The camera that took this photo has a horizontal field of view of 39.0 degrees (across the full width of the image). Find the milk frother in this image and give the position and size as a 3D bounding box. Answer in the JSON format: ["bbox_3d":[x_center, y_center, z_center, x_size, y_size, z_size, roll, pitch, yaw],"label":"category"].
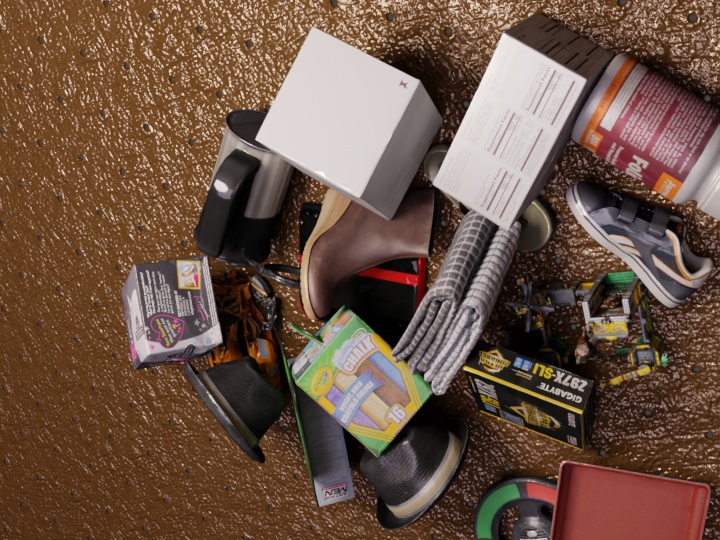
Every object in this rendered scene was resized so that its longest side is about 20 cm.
[{"bbox_3d":[-0.120,-0.087,1.414,0.197,0.182,0.190,16,121,-9],"label":"milk frother"}]

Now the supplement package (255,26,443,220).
[{"bbox_3d":[-0.007,-0.175,1.259,0.149,0.200,0.154,29,92,13],"label":"supplement package"}]

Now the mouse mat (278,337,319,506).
[{"bbox_3d":[-0.089,0.215,1.454,0.007,0.161,0.203,-12,117,-7],"label":"mouse mat"}]

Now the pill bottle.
[{"bbox_3d":[0.353,-0.150,1.163,0.198,0.114,0.115,33,121,12],"label":"pill bottle"}]

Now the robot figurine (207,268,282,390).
[{"bbox_3d":[-0.187,0.097,1.569,0.143,0.058,0.203,-2,109,27],"label":"robot figurine"}]

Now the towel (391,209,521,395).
[{"bbox_3d":[0.121,0.035,1.298,0.085,0.167,0.201,26,141,2],"label":"towel"}]

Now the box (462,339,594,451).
[{"bbox_3d":[0.223,0.164,1.322,0.158,0.200,0.050,21,74,20],"label":"box"}]

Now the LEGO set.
[{"bbox_3d":[0.286,0.082,1.288,0.197,0.116,0.157,4,112,26],"label":"LEGO set"}]

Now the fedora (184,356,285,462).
[{"bbox_3d":[-0.169,0.182,1.473,0.091,0.201,0.201,-39,90,-8],"label":"fedora"}]

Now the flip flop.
[{"bbox_3d":[0.160,-0.090,1.318,0.199,0.058,0.082,39,122,8],"label":"flip flop"}]

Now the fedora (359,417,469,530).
[{"bbox_3d":[0.062,0.265,1.429,0.091,0.202,0.201,37,124,-12],"label":"fedora"}]

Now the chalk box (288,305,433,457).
[{"bbox_3d":[-0.016,0.132,1.398,0.200,0.124,0.124,44,88,-10],"label":"chalk box"}]

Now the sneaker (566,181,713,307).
[{"bbox_3d":[0.342,-0.049,1.233,0.199,0.079,0.079,42,128,-7],"label":"sneaker"}]

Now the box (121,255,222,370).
[{"bbox_3d":[-0.283,0.067,1.498,0.200,0.113,0.135,147,113,-70],"label":"box"}]

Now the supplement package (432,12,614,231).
[{"bbox_3d":[0.193,-0.180,1.207,0.110,0.156,0.202,31,121,11],"label":"supplement package"}]

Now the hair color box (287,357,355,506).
[{"bbox_3d":[-0.060,0.238,1.531,0.060,0.099,0.204,-12,108,-8],"label":"hair color box"}]

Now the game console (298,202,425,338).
[{"bbox_3d":[0.000,0.000,1.458,0.197,0.031,0.180,10,109,23],"label":"game console"}]

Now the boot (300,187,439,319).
[{"bbox_3d":[0.013,-0.026,1.354,0.164,0.072,0.203,5,70,23],"label":"boot"}]

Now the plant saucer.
[{"bbox_3d":[0.360,0.356,1.386,0.196,0.037,0.204,8,110,11],"label":"plant saucer"}]

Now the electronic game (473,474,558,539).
[{"bbox_3d":[0.258,0.388,1.471,0.197,0.042,0.204,10,114,24],"label":"electronic game"}]
